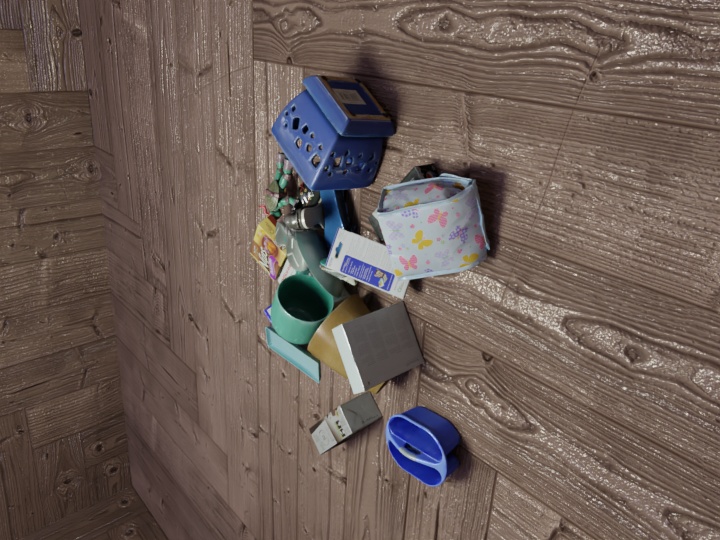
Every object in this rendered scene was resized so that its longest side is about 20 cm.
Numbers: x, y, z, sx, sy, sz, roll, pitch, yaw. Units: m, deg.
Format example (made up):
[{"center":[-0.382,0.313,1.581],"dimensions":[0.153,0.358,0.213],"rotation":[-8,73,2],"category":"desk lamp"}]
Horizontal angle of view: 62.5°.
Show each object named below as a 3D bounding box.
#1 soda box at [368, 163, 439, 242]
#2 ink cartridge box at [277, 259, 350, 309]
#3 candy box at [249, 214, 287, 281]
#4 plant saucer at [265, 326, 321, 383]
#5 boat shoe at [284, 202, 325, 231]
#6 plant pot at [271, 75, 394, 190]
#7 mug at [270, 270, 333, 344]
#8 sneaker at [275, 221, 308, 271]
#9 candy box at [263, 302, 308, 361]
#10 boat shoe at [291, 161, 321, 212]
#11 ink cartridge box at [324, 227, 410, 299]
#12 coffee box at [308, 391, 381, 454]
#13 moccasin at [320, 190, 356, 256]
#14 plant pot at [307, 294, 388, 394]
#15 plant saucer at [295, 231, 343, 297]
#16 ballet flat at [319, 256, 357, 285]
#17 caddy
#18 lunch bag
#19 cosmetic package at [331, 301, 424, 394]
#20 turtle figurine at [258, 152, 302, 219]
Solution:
[{"center":[0.099,-0.145,1.299],"dimensions":[0.200,0.062,0.072],"rotation":[-45,68,47],"category":"soda box"},{"center":[-0.130,0.048,1.621],"dimensions":[0.202,0.082,0.146],"rotation":[55,137,23],"category":"ink cartridge box"},{"center":[-0.251,-0.062,1.693],"dimensions":[0.117,0.056,0.200],"rotation":[47,152,4],"category":"candy box"},{"center":[-0.171,0.211,1.518],"dimensions":[0.197,0.019,0.072],"rotation":[28,135,31],"category":"plant saucer"},{"center":[-0.126,-0.131,1.473],"dimensions":[0.055,0.199,0.069],"rotation":[-4,94,18],"category":"boat shoe"},{"center":[-0.053,-0.316,1.330],"dimensions":[0.202,0.196,0.181],"rotation":[56,132,22],"category":"plant pot"},{"center":[-0.144,0.097,1.493],"dimensions":[0.150,0.186,0.116],"rotation":[31,131,7],"category":"mug"},{"center":[-0.159,-0.069,1.534],"dimensions":[0.201,0.078,0.072],"rotation":[55,137,48],"category":"sneaker"},{"center":[-0.193,0.162,1.649],"dimensions":[0.172,0.076,0.200],"rotation":[56,171,0],"category":"candy box"},{"center":[-0.134,-0.196,1.539],"dimensions":[0.075,0.061,0.204],"rotation":[-102,28,-45],"category":"boat shoe"},{"center":[0.025,-0.017,1.345],"dimensions":[0.194,0.037,0.097],"rotation":[22,94,2],"category":"ink cartridge box"},{"center":[-0.045,0.416,1.614],"dimensions":[0.081,0.111,0.200],"rotation":[60,138,16],"category":"coffee box"},{"center":[-0.048,-0.126,1.483],"dimensions":[0.079,0.067,0.208],"rotation":[-1,97,37],"category":"moccasin"},{"center":[0.000,0.198,1.463],"dimensions":[0.200,0.185,0.188],"rotation":[43,133,12],"category":"plant pot"},{"center":[-0.091,-0.030,1.499],"dimensions":[0.038,0.200,0.205],"rotation":[-31,75,13],"category":"plant saucer"},{"center":[0.000,0.000,1.402],"dimensions":[0.193,0.072,0.075],"rotation":[-6,100,11],"category":"ballet flat"},{"center":[0.141,0.412,1.391],"dimensions":[0.197,0.103,0.146],"rotation":[18,116,46],"category":"caddy"},{"center":[0.149,-0.088,1.174],"dimensions":[0.194,0.129,0.173],"rotation":[-8,125,21],"category":"lunch bag"},{"center":[0.043,0.174,1.361],"dimensions":[0.051,0.196,0.155],"rotation":[-30,79,50],"category":"cosmetic package"},{"center":[-0.212,-0.213,1.634],"dimensions":[0.148,0.099,0.206],"rotation":[30,118,39],"category":"turtle figurine"}]
